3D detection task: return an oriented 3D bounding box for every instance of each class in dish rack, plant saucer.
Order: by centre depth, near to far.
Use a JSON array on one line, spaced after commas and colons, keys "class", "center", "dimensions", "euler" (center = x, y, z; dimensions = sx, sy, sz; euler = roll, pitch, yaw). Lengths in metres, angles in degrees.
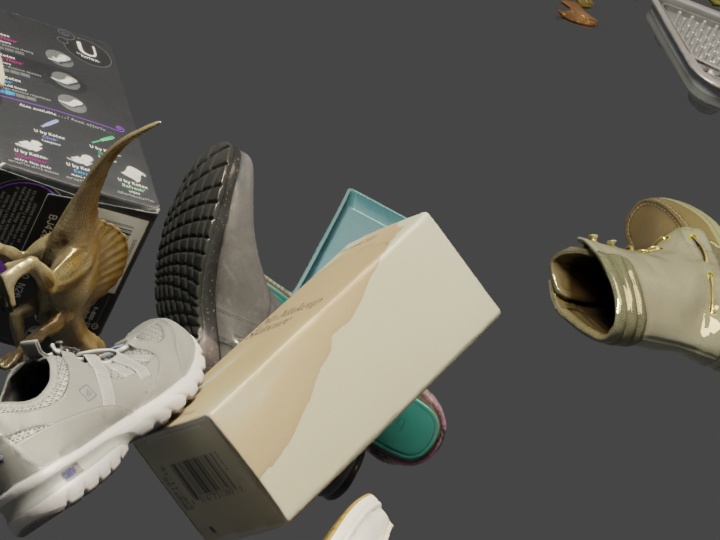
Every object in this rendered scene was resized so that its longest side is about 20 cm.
[{"class": "plant saucer", "center": [0.000, 0.000, 1.800], "dimensions": [0.070, 0.019, 0.200], "euler": [29, 27, -1]}, {"class": "dish rack", "center": [0.358, -0.189, 2.478], "dimensions": [0.172, 0.044, 0.200], "euler": [17, 28, -22]}]

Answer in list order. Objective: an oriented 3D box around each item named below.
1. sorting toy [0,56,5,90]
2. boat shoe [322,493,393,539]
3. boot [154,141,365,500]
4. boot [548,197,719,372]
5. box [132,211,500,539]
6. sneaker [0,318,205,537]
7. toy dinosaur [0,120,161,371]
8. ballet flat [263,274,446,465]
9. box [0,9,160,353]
[{"class": "sorting toy", "center": [-0.326, -0.165, 1.534], "dimensions": [0.200, 0.107, 0.180], "euler": [-17, 40, 1]}, {"class": "boat shoe", "center": [-0.013, 0.195, 1.382], "dimensions": [0.069, 0.071, 0.200], "euler": [31, 34, 1]}, {"class": "boot", "center": [-0.054, 0.032, 1.548], "dimensions": [0.132, 0.200, 0.070], "euler": [13, -13, -28]}, {"class": "boot", "center": [0.208, -0.001, 1.957], "dimensions": [0.155, 0.072, 0.200], "euler": [11, 32, -28]}, {"class": "box", "center": [-0.023, 0.060, 1.467], "dimensions": [0.200, 0.095, 0.078], "euler": [-43, 102, -35]}, {"class": "sneaker", "center": [-0.149, 0.063, 1.405], "dimensions": [0.082, 0.075, 0.200], "euler": [55, 27, -7]}, {"class": "toy dinosaur", "center": [-0.170, -0.005, 1.458], "dimensions": [0.101, 0.200, 0.058], "euler": [-21, 47, -35]}, {"class": "ballet flat", "center": [-0.036, 0.057, 1.616], "dimensions": [0.200, 0.069, 0.071], "euler": [32, -1, -12]}, {"class": "box", "center": [-0.205, -0.056, 1.570], "dimensions": [0.106, 0.122, 0.200], "euler": [16, 29, -25]}]
